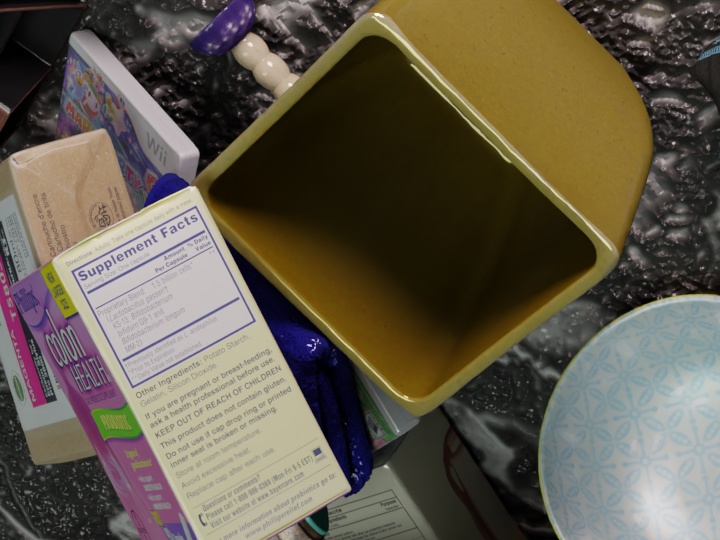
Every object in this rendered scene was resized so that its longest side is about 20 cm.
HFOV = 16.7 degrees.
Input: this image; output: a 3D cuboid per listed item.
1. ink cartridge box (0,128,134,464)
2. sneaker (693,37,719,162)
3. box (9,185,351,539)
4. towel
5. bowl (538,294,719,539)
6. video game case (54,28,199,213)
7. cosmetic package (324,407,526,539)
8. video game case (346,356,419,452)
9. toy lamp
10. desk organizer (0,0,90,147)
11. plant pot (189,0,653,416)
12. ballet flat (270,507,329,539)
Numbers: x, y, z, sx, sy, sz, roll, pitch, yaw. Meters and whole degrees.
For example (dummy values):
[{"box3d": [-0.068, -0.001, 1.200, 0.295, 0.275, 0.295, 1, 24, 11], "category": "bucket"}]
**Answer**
[{"box3d": [-0.193, 0.022, 1.624, 0.165, 0.075, 0.201, -21, 87, 65], "category": "ink cartridge box"}, {"box3d": [0.263, -0.056, 1.453, 0.082, 0.073, 0.201, 0, 118, 46], "category": "sneaker"}, {"box3d": [-0.112, 0.068, 1.462, 0.201, 0.096, 0.176, 63, 163, -3], "category": "box"}, {"box3d": [-0.071, 0.045, 1.542, 0.200, 0.049, 0.148, 43, 158, 41], "category": "towel"}, {"box3d": [0.222, 0.125, 1.549, 0.199, 0.201, 0.108, 4, 167, 25], "category": "bowl"}, {"box3d": [-0.168, -0.043, 1.662, 0.143, 0.018, 0.201, 47, 139, 34], "category": "video game case"}, {"box3d": [0.049, 0.199, 1.718, 0.103, 0.087, 0.200, -18, 113, 36], "category": "cosmetic package"}, {"box3d": [-0.043, 0.030, 1.560, 0.201, 0.022, 0.182, 57, 163, 3], "category": "video game case"}, {"box3d": [-0.021, -0.093, 1.572, 0.200, 0.058, 0.058, 47, 130, -7], "category": "toy lamp"}, {"box3d": [-0.238, -0.163, 1.625, 0.077, 0.072, 0.200, 35, 131, -2], "category": "desk organizer"}, {"box3d": [0.056, -0.078, 1.446, 0.195, 0.200, 0.194, 43, 131, -7], "category": "plant pot"}, {"box3d": [-0.057, 0.132, 1.649, 0.067, 0.200, 0.068, -34, 108, 17], "category": "ballet flat"}]
